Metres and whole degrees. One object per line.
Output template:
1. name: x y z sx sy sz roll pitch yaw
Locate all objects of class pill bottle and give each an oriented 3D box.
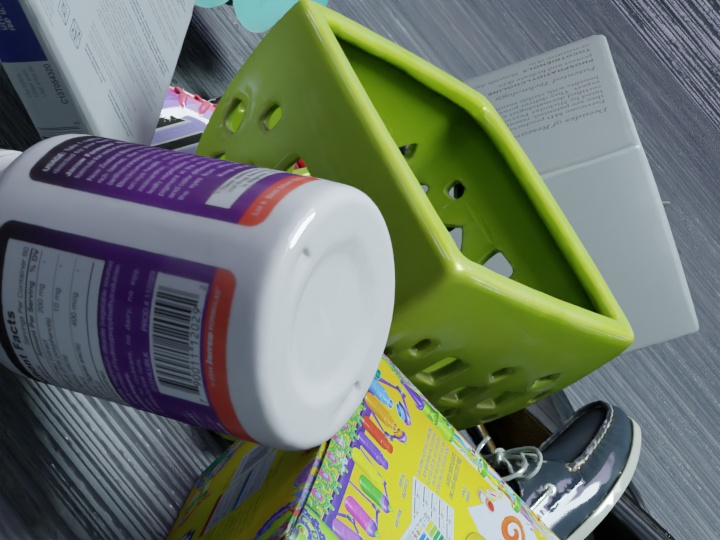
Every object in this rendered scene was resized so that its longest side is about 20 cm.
1. pill bottle: -0.096 0.002 0.714 0.200 0.112 0.111 13 3 28

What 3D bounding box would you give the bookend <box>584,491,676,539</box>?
1. bookend: 0.160 0.241 0.964 0.199 0.092 0.200 44 22 -16

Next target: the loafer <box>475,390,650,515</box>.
1. loafer: 0.127 0.142 1.116 0.072 0.073 0.200 15 29 -43

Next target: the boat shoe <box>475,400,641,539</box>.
1. boat shoe: 0.084 0.134 0.924 0.200 0.075 0.062 -44 101 -28

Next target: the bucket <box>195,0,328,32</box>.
1. bucket: -0.096 -0.254 1.148 0.207 0.135 0.207 26 8 -4

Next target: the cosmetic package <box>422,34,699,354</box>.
1. cosmetic package: 0.139 -0.045 1.249 0.200 0.166 0.167 -90 160 -59

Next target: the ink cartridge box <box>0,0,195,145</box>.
1. ink cartridge box: -0.149 -0.172 0.909 0.196 0.043 0.200 70 23 -48

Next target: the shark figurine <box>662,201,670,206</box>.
1. shark figurine: 0.235 -0.140 1.795 0.215 0.089 0.128 53 22 15

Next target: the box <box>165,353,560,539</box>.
1. box: 0.011 0.167 0.744 0.193 0.122 0.200 46 20 -8

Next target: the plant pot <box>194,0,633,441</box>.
1. plant pot: 0.000 0.000 0.930 0.200 0.181 0.199 21 35 -52

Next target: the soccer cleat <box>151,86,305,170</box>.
1. soccer cleat: -0.083 -0.077 1.041 0.200 0.076 0.067 38 24 -30

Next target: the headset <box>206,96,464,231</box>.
1. headset: -0.010 -0.089 1.100 0.200 0.124 0.094 29 51 32
